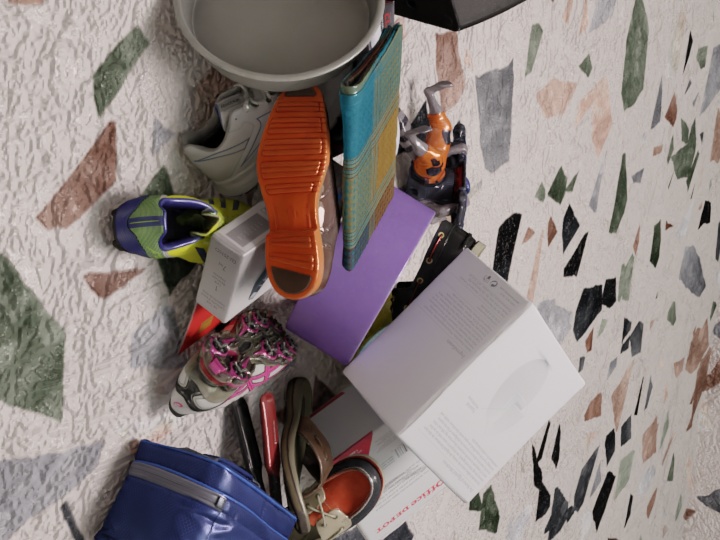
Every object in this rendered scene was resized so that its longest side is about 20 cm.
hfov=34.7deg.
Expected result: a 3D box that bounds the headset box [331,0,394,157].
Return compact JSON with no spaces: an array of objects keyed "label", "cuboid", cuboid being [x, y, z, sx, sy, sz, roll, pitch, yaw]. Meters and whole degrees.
[{"label":"headset box","cuboid":[-0.032,-0.212,1.267,0.199,0.076,0.151,-29,125,-49]}]

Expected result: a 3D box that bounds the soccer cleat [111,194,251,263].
[{"label":"soccer cleat","cuboid":[-0.153,-0.041,1.117,0.199,0.083,0.066,-3,89,-58]}]

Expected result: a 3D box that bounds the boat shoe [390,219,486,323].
[{"label":"boat shoe","cuboid":[0.067,0.036,1.344,0.203,0.063,0.074,-58,173,15]}]

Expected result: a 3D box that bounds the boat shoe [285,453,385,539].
[{"label":"boat shoe","cuboid":[-0.049,0.283,1.342,0.072,0.200,0.062,55,32,8]}]

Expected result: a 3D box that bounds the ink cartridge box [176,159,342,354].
[{"label":"ink cartridge box","cuboid":[-0.096,-0.006,1.198,0.200,0.044,0.177,-39,158,-46]}]

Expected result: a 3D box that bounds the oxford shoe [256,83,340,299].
[{"label":"oxford shoe","cuboid":[-0.054,-0.076,1.097,0.073,0.070,0.203,-6,100,-69]}]

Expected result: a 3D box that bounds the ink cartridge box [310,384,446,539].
[{"label":"ink cartridge box","cuboid":[0.022,0.234,1.462,0.144,0.083,0.201,-35,138,-9]}]

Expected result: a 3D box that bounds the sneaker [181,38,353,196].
[{"label":"sneaker","cuboid":[-0.090,-0.153,1.122,0.200,0.075,0.087,-41,140,16]}]

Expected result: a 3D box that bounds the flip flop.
[{"label":"flip flop","cuboid":[-0.059,0.205,1.319,0.201,0.057,0.082,-88,176,-49]}]

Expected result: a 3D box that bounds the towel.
[{"label":"towel","cuboid":[0.008,-0.121,1.125,0.147,0.021,0.202,-60,158,-50]}]

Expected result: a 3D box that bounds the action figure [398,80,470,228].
[{"label":"action figure","cuboid":[0.092,-0.149,1.512,0.201,0.103,0.195,-83,170,-50]}]

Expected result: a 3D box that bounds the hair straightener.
[{"label":"hair straightener","cuboid":[-0.122,0.240,1.291,0.041,0.076,0.203,-21,103,-72]}]

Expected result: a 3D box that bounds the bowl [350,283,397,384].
[{"label":"bowl","cuboid":[0.069,0.080,1.488,0.201,0.198,0.108,63,6,-47]}]

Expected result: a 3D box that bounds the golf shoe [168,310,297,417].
[{"label":"golf shoe","cuboid":[-0.138,0.099,1.232,0.092,0.073,0.200,-42,171,22]}]

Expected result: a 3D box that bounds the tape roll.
[{"label":"tape roll","cuboid":[0.000,0.000,1.297,0.202,0.084,0.200,-60,178,-4]}]

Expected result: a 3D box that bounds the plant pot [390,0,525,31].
[{"label":"plant pot","cuboid":[0.102,-0.391,1.323,0.178,0.199,0.201,-48,140,-22]}]

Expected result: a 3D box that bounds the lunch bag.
[{"label":"lunch bag","cuboid":[-0.156,0.258,1.178,0.134,0.134,0.200,-65,147,-18]}]

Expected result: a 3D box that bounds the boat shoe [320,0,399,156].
[{"label":"boat shoe","cuboid":[-0.009,-0.190,1.183,0.066,0.070,0.202,-28,130,-27]}]

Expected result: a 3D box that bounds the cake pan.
[{"label":"cake pan","cuboid":[-0.076,-0.249,1.087,0.202,0.198,0.037,-59,168,-27]}]

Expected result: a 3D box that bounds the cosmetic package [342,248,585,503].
[{"label":"cosmetic package","cuboid":[0.119,0.122,1.299,0.200,0.123,0.200,-45,139,-4]}]
